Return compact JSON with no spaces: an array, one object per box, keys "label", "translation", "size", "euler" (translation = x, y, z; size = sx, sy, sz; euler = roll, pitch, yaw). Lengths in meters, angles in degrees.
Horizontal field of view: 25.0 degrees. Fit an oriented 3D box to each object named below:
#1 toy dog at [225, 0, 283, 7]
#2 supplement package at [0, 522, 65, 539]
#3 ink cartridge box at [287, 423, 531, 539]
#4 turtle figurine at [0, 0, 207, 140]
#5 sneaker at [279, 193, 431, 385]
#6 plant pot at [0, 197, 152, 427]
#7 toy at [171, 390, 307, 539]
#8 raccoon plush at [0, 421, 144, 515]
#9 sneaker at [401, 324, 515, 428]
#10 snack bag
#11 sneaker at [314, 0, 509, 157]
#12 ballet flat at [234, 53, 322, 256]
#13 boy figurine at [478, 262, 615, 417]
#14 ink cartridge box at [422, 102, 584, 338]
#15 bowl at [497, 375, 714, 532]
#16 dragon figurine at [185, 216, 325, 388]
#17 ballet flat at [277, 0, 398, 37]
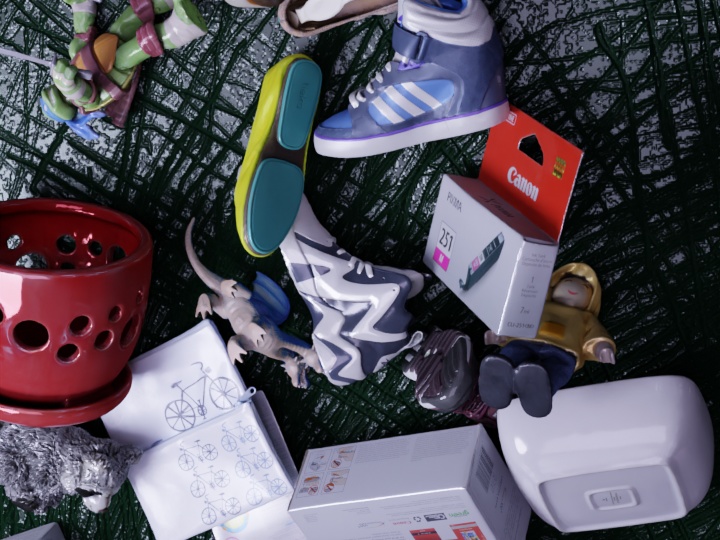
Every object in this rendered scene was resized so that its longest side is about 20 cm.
[{"label":"toy dog","translation":[-0.096,-0.345,1.504],"size":[0.192,0.140,0.202],"euler":[5,107,-25]},{"label":"supplement package","translation":[-0.389,0.389,1.704],"size":[0.151,0.200,0.152],"euler":[-20,100,16]},{"label":"ink cartridge box","translation":[0.058,0.251,1.608],"size":[0.199,0.084,0.176],"euler":[-11,128,27]},{"label":"turtle figurine","translation":[-0.257,-0.234,1.546],"size":[0.193,0.144,0.201],"euler":[-29,101,13]},{"label":"sneaker","translation":[0.000,0.000,1.589],"size":[0.129,0.079,0.201],"euler":[-20,79,4]},{"label":"plant pot","translation":[-0.307,0.045,1.601],"size":[0.199,0.201,0.184],"euler":[8,111,9]},{"label":"toy","translation":[-0.106,0.231,1.689],"size":[0.114,0.047,0.201],"euler":[-22,94,20]},{"label":"raccoon plush","translation":[-0.318,0.163,1.668],"size":[0.134,0.097,0.201],"euler":[-29,98,33]},{"label":"sneaker","translation":[0.111,0.112,1.546],"size":[0.115,0.200,0.076],"euler":[35,94,-9]},{"label":"snack bag","translation":[-0.179,0.168,1.667],"size":[0.188,0.021,0.201],"euler":[-26,89,28]},{"label":"sneaker","translation":[0.036,-0.195,1.522],"size":[0.198,0.081,0.148],"euler":[-9,108,18]},{"label":"ballet flat","translation":[-0.086,-0.111,1.563],"size":[0.067,0.066,0.202],"euler":[6,80,51]},{"label":"boy figurine","translation":[0.183,0.061,1.506],"size":[0.123,0.200,0.065],"euler":[11,123,25]},{"label":"ink cartridge box","translation":[0.127,-0.055,1.492],"size":[0.043,0.200,0.175],"euler":[6,108,-21]},{"label":"bowl","translation":[0.236,0.185,1.538],"size":[0.198,0.075,0.200],"euler":[-9,147,14]},{"label":"dragon figurine","translation":[-0.111,0.040,1.632],"size":[0.059,0.099,0.200],"euler":[-44,74,20]},{"label":"ballet flat","translation":[0.011,-0.267,1.524],"size":[0.199,0.067,0.068],"euler":[-24,98,16]}]
